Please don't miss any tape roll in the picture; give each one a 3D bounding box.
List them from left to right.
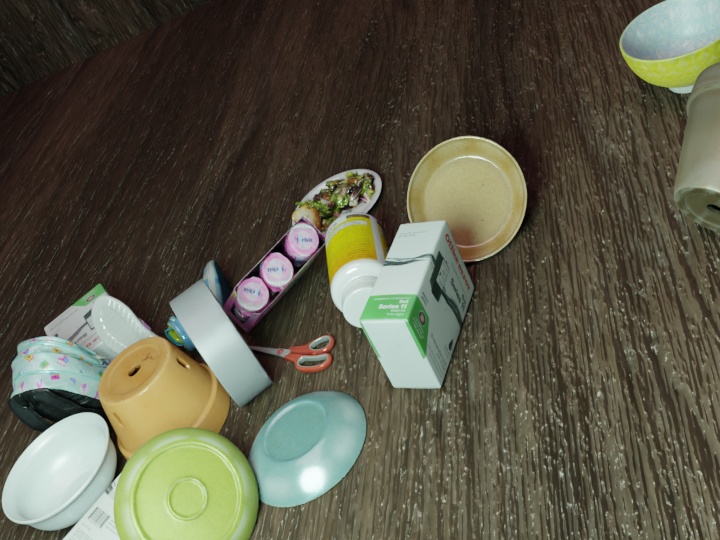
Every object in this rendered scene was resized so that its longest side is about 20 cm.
[{"bbox_3d":[-0.219,0.114,1.359,0.066,0.202,0.200,-35,34,-9],"label":"tape roll"}]

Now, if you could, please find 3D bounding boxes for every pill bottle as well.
[{"bbox_3d":[0.000,0.000,1.413,0.107,0.110,0.202,-23,35,10],"label":"pill bottle"}]

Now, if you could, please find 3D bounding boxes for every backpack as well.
[{"bbox_3d":[-0.505,0.196,1.463,0.164,0.200,0.129,-23,60,17],"label":"backpack"}]

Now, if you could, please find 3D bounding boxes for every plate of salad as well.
[{"bbox_3d":[-0.051,-0.140,1.680,0.196,0.049,0.202,-21,35,15],"label":"plate of salad"}]

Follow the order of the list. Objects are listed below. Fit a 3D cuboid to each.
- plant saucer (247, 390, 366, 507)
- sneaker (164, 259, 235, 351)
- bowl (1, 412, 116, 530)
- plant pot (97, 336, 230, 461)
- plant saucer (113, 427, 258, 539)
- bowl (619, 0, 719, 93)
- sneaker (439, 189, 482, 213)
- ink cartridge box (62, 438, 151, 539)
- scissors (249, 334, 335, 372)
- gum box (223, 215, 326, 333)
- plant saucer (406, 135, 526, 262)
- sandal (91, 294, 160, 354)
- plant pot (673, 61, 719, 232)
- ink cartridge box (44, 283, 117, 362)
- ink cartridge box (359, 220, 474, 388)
[{"bbox_3d":[-0.087,0.243,1.242,0.197,0.039,0.203,-20,37,15],"label":"plant saucer"},{"bbox_3d":[-0.304,0.067,1.591,0.128,0.080,0.201,-26,34,5],"label":"sneaker"},{"bbox_3d":[-0.461,0.335,1.368,0.197,0.091,0.203,-20,36,15],"label":"bowl"},{"bbox_3d":[-0.329,0.205,1.385,0.196,0.141,0.202,-21,36,16],"label":"plant pot"},{"bbox_3d":[-0.234,0.310,1.162,0.201,0.199,0.031,-49,-5,-26],"label":"plant saucer"},{"bbox_3d":[0.547,-0.367,1.450,0.196,0.109,0.202,-20,36,15],"label":"bowl"},{"bbox_3d":[0.155,-0.142,1.499,0.113,0.077,0.198,-37,40,-21],"label":"sneaker"},{"bbox_3d":[-0.308,0.359,1.227,0.144,0.085,0.201,13,53,45],"label":"ink cartridge box"},{"bbox_3d":[-0.126,0.141,1.419,0.196,0.014,0.074,-7,43,29],"label":"scissors"},{"bbox_3d":[-0.152,0.011,1.500,0.201,0.066,0.114,-49,0,-26],"label":"gum box"},{"bbox_3d":[0.174,-0.115,1.405,0.195,0.035,0.206,-1,86,16],"label":"plant saucer"},{"bbox_3d":[-0.405,0.123,1.555,0.083,0.201,0.050,-54,-10,10],"label":"sandal"},{"bbox_3d":[0.513,-0.153,1.166,0.198,0.200,0.176,20,74,48],"label":"plant pot"},{"bbox_3d":[-0.512,0.133,1.661,0.145,0.085,0.199,-40,36,-12],"label":"ink cartridge box"},{"bbox_3d":[0.088,0.047,1.256,0.081,0.148,0.202,-4,44,31],"label":"ink cartridge box"}]
